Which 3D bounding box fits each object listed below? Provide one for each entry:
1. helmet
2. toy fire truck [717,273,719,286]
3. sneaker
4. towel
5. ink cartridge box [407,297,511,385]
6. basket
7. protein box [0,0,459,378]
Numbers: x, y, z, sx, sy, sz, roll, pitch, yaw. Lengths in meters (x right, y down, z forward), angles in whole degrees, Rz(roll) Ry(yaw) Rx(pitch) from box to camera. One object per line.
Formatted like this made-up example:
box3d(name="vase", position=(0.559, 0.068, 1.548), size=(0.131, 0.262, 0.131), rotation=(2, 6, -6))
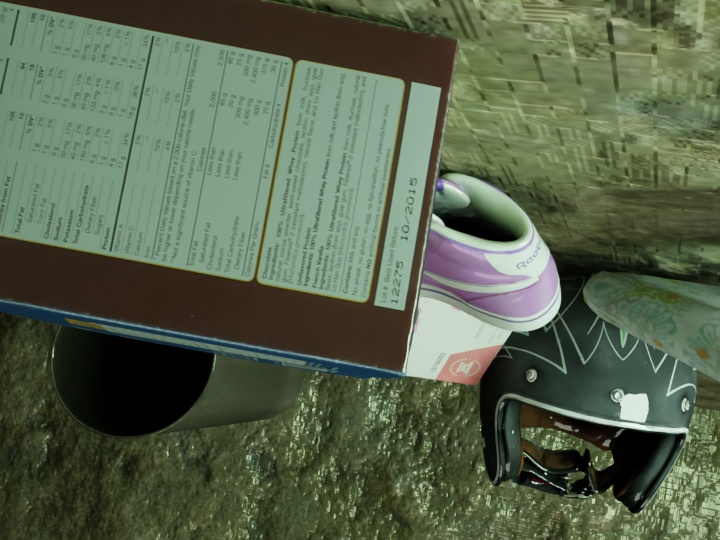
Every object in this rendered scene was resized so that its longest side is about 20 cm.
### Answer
box3d(name="helmet", position=(0.193, 0.096, 0.855), size=(0.197, 0.193, 0.201), rotation=(7, -147, -5))
box3d(name="toy fire truck", position=(0.291, 0.007, 0.587), size=(0.139, 0.049, 0.200), rotation=(7, 171, 25))
box3d(name="sneaker", position=(0.033, -0.033, 0.659), size=(0.199, 0.073, 0.115), rotation=(13, 155, 29))
box3d(name="towel", position=(0.285, 0.051, 0.719), size=(0.198, 0.049, 0.171), rotation=(8, -169, -31))
box3d(name="ink cartridge box", position=(0.018, 0.023, 0.799), size=(0.197, 0.068, 0.117), rotation=(9, 138, -13))
box3d(name="basket", position=(-0.148, 0.082, 0.918), size=(0.178, 0.138, 0.199), rotation=(-7, 170, 26))
box3d(name="protein box", position=(-0.075, -0.032, 0.471), size=(0.197, 0.137, 0.199), rotation=(11, 173, -3))
